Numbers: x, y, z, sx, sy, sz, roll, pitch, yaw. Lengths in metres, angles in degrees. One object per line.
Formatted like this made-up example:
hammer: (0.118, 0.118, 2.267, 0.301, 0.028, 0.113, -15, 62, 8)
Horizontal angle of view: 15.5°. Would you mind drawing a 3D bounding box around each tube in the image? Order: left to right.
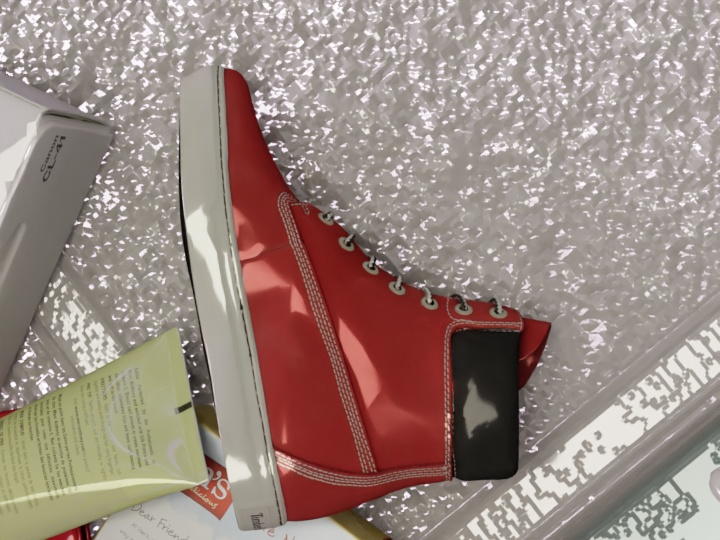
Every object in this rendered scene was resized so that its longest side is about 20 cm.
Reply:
tube: (-0.157, 0.096, 1.133, 0.200, 0.052, 0.058, -25, 97, 15)

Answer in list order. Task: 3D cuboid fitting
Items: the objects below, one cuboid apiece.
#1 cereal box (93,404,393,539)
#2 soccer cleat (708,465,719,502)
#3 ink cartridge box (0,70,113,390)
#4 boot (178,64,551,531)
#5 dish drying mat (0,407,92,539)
cereal box: (-0.069, 0.178, 1.130, 0.144, 0.040, 0.200, 35, 99, 15)
soccer cleat: (0.187, 0.066, 1.038, 0.086, 0.070, 0.201, 19, 95, 16)
ink cartridge box: (-0.231, -0.041, 1.156, 0.200, 0.086, 0.148, 26, 97, 14)
boot: (0.000, 0.000, 1.105, 0.144, 0.072, 0.201, -12, 73, -4)
dish drying mat: (-0.216, 0.113, 1.186, 0.199, 0.018, 0.077, -12, 86, 17)
